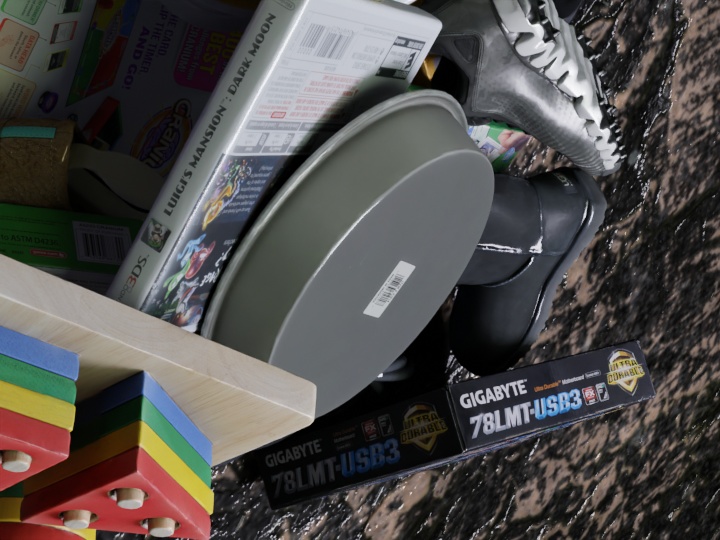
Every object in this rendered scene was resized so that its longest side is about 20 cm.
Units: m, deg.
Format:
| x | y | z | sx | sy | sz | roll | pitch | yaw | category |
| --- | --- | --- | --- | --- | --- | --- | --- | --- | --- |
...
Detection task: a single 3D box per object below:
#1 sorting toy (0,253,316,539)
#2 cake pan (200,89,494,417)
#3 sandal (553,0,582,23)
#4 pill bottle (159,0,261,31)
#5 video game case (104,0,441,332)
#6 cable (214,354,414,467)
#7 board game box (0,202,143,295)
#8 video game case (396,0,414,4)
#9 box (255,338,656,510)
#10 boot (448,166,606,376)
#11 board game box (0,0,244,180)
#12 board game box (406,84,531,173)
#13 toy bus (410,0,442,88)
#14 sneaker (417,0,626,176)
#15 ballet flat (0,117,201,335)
| x | y | z | sx | sy | sz | roll | pitch | yaw | category |
| --- | --- | --- | --- | --- | --- | --- | --- | --- | --- |
| -0.158 | 0.082 | 0.724 | 0.199 | 0.200 | 0.070 | 25 | 52 | -37 | sorting toy |
| 0.000 | 0.000 | 0.839 | 0.200 | 0.037 | 0.200 | -42 | 156 | -23 | cake pan |
| 0.135 | -0.236 | 0.998 | 0.043 | 0.076 | 0.200 | 112 | -6 | -67 | sandal |
| -0.040 | -0.181 | 0.725 | 0.112 | 0.112 | 0.200 | -37 | 179 | -24 | pill bottle |
| -0.039 | -0.052 | 0.784 | 0.182 | 0.023 | 0.200 | -61 | 166 | 13 | video game case |
| -0.068 | 0.082 | 1.011 | 0.200 | 0.051 | 0.163 | -23 | 168 | 5 | cable |
| -0.204 | 0.050 | 0.803 | 0.153 | 0.040 | 0.200 | 7 | 134 | -24 | board game box |
| -0.004 | -0.230 | 0.870 | 0.200 | 0.023 | 0.182 | -32 | 107 | -20 | video game case |
| 0.065 | 0.106 | 1.108 | 0.198 | 0.200 | 0.050 | -10 | 80 | -43 | box |
| 0.039 | 0.002 | 0.998 | 0.200 | 0.066 | 0.165 | -3 | 129 | -43 | boot |
| -0.152 | -0.106 | 0.843 | 0.200 | 0.040 | 0.153 | 22 | 97 | -50 | board game box |
| 0.002 | -0.029 | 1.015 | 0.135 | 0.029 | 0.200 | 7 | 130 | -45 | board game box |
| 0.032 | -0.173 | 0.986 | 0.078 | 0.065 | 0.200 | -43 | 138 | -20 | toy bus |
| 0.091 | -0.112 | 0.955 | 0.090 | 0.067 | 0.200 | -18 | 146 | 20 | sneaker |
| -0.114 | -0.018 | 0.831 | 0.200 | 0.072 | 0.068 | 48 | 38 | -46 | ballet flat |
